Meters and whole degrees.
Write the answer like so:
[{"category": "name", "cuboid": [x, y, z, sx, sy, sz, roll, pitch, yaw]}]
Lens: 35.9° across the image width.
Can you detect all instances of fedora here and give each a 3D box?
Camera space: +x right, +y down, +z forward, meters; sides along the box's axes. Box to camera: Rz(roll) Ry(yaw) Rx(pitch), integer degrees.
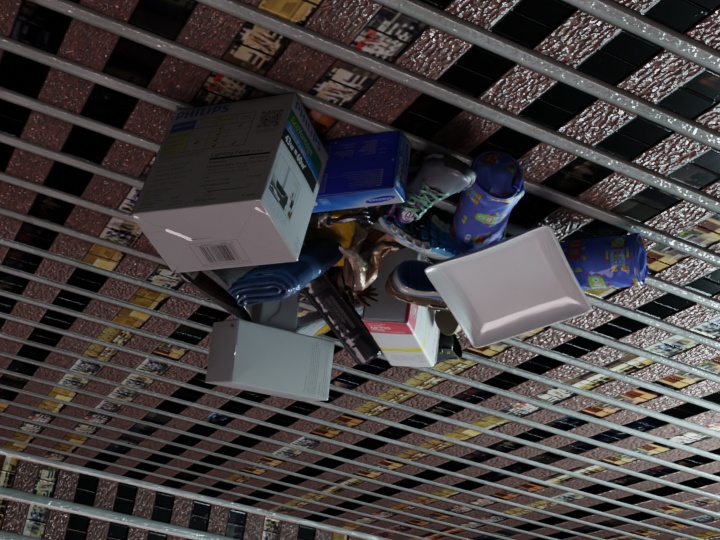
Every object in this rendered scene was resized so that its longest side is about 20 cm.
[{"category": "fedora", "cuboid": [-0.234, -0.008, 1.849, 0.200, 0.090, 0.177, 30, 162, 21]}]

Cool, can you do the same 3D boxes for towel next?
[{"category": "towel", "cuboid": [-0.112, -0.002, 1.724, 0.112, 0.049, 0.200, -9, -167, 27]}]

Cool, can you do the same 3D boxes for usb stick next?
[{"category": "usb stick", "cuboid": [-0.035, 0.075, 1.892, 0.055, 0.033, 0.200, -34, 105, 10]}]

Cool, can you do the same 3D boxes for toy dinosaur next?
[{"category": "toy dinosaur", "cuboid": [0.000, 0.000, 1.732, 0.086, 0.136, 0.200, 31, -170, 8]}]

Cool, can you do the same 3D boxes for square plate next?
[{"category": "square plate", "cuboid": [0.226, 0.023, 1.686, 0.200, 0.028, 0.198, -20, 131, 19]}]

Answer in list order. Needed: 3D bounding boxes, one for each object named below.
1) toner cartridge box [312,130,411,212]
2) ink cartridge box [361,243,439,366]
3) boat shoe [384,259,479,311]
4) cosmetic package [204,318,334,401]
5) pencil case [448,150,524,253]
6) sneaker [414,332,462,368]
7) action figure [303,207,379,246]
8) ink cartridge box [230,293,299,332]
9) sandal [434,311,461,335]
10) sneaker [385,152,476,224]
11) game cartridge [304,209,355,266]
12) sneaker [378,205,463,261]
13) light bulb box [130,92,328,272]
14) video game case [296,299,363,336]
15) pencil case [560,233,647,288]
[{"category": "toner cartridge box", "cuboid": [-0.032, -0.135, 1.568, 0.200, 0.095, 0.043, -4, 153, 24]}, {"category": "ink cartridge box", "cuboid": [0.074, 0.063, 1.886, 0.083, 0.145, 0.200, 0, 153, 18]}, {"category": "boat shoe", "cuboid": [0.131, 0.028, 1.769, 0.200, 0.072, 0.072, 16, 153, -23]}, {"category": "cosmetic package", "cuboid": [-0.148, 0.151, 1.848, 0.200, 0.108, 0.085, 17, 164, -35]}, {"category": "pencil case", "cuboid": [0.184, -0.092, 1.614, 0.087, 0.078, 0.200, 17, 154, 3]}, {"category": "sneaker", "cuboid": [0.112, 0.129, 2.110, 0.106, 0.075, 0.200, -13, 157, 27]}, {"category": "action figure", "cuboid": [-0.080, -0.091, 1.659, 0.200, 0.119, 0.102, -13, 158, 19]}, {"category": "ink cartridge box", "cuboid": [-0.170, 0.060, 1.958, 0.068, 0.116, 0.200, 10, 167, -21]}, {"category": "sandal", "cuboid": [0.192, 0.021, 1.869, 0.070, 0.078, 0.212, -23, 150, -39]}, {"category": "sneaker", "cuboid": [0.095, -0.104, 1.541, 0.074, 0.088, 0.200, 29, 168, -13]}, {"category": "game cartridge", "cuboid": [-0.103, -0.057, 1.821, 0.200, 0.032, 0.176, 4, 154, 11]}, {"category": "sneaker", "cuboid": [0.101, -0.049, 1.740, 0.200, 0.075, 0.087, 23, 156, -28]}, {"category": "light bulb box", "cuboid": [-0.171, -0.118, 1.498, 0.198, 0.200, 0.125, -4, 139, 23]}, {"category": "video game case", "cuboid": [-0.052, 0.085, 1.991, 0.200, 0.017, 0.143, -18, 167, -30]}, {"category": "pencil case", "cuboid": [0.348, -0.005, 1.732, 0.200, 0.078, 0.087, -8, 134, 30]}]
